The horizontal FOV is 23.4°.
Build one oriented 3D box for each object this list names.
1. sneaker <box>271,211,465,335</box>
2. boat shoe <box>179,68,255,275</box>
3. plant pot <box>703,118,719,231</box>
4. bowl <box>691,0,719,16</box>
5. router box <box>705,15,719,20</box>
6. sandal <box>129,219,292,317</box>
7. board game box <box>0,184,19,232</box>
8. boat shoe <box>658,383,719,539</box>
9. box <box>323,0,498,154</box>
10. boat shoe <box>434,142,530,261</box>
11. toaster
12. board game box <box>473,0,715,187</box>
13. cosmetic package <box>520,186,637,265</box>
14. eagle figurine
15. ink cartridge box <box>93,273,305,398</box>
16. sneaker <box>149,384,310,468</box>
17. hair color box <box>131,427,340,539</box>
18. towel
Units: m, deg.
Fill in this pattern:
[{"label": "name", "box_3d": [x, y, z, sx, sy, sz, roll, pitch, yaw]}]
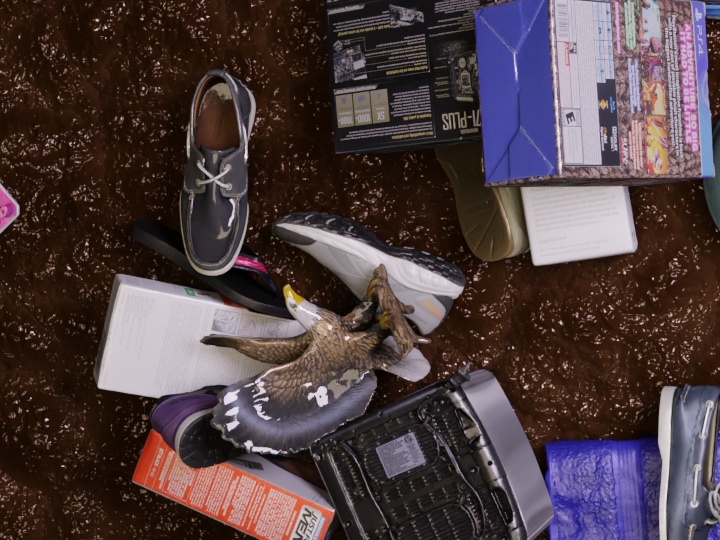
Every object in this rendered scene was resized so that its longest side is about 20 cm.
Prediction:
[{"label": "sneaker", "box_3d": [0.000, 0.000, 1.715, 0.199, 0.074, 0.080, 25, 106, 7]}, {"label": "boat shoe", "box_3d": [-0.145, -0.097, 1.704, 0.071, 0.068, 0.201, 3, 78, 7]}, {"label": "plant pot", "box_3d": [0.414, -0.085, 1.590, 0.199, 0.134, 0.201, 1, 97, 11]}, {"label": "bowl", "box_3d": [0.327, -0.331, 1.573, 0.199, 0.039, 0.202, 2, 97, 15]}, {"label": "router box", "box_3d": [0.419, -0.301, 1.604, 0.199, 0.052, 0.158, 6, 98, 11]}, {"label": "sandal", "box_3d": [-0.139, -0.011, 1.740, 0.199, 0.075, 0.045, 29, 102, 9]}, {"label": "board game box", "box_3d": [-0.490, -0.071, 1.826, 0.200, 0.026, 0.200, -42, 88, 13]}, {"label": "boat shoe", "box_3d": [0.317, 0.207, 1.636, 0.062, 0.075, 0.201, -3, 81, 22]}, {"label": "box", "box_3d": [0.071, -0.198, 1.624, 0.199, 0.086, 0.165, -4, 91, 38]}, {"label": "boat shoe", "box_3d": [0.122, -0.111, 1.689, 0.073, 0.063, 0.202, -18, 86, 38]}, {"label": "toaster", "box_3d": [0.076, 0.201, 1.681, 0.199, 0.119, 0.182, -27, 85, 24]}, {"label": "board game box", "box_3d": [0.208, -0.156, 1.534, 0.097, 0.199, 0.160, -4, 88, 51]}, {"label": "cosmetic package", "box_3d": [0.200, -0.111, 1.662, 0.101, 0.074, 0.201, -8, 93, 12]}, {"label": "eagle figurine", "box_3d": [-0.044, 0.078, 1.655, 0.200, 0.152, 0.151, -35, 80, 12]}, {"label": "ink cartridge box", "box_3d": [-0.160, 0.078, 1.756, 0.199, 0.050, 0.110, 11, 100, -16]}, {"label": "sneaker", "box_3d": [-0.114, 0.136, 1.720, 0.087, 0.199, 0.076, 33, 116, 45]}, {"label": "hair color box", "box_3d": [-0.115, 0.212, 1.743, 0.199, 0.111, 0.064, 24, 101, 7]}, {"label": "towel", "box_3d": [0.280, 0.236, 1.699, 0.199, 0.050, 0.149, -5, 97, 12]}]
